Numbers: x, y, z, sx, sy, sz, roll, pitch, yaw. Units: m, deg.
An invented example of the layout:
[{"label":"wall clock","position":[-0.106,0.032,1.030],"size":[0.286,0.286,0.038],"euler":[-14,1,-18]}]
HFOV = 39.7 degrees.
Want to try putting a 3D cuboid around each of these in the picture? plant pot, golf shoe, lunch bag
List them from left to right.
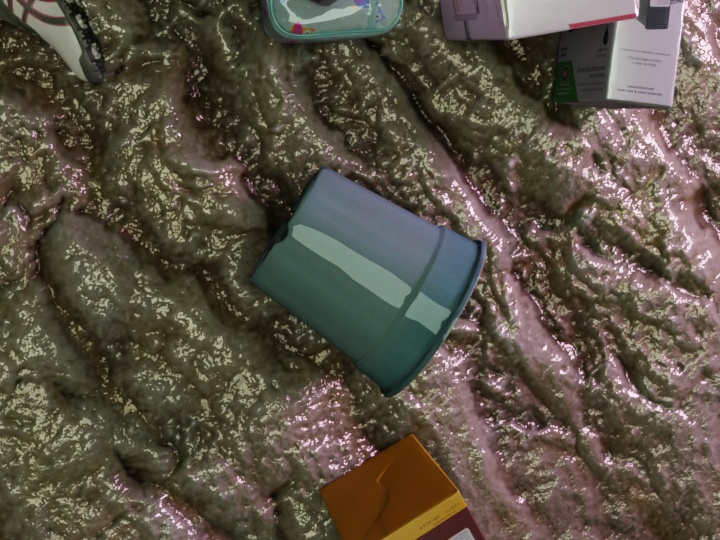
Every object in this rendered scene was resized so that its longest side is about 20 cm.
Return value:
[{"label":"golf shoe","position":[-0.334,-0.269,1.017],"size":[0.088,0.077,0.200],"euler":[-32,95,2]},{"label":"lunch bag","position":[-0.032,-0.347,1.062],"size":[0.160,0.077,0.201],"euler":[-5,100,-11]},{"label":"plant pot","position":[0.000,0.000,1.076],"size":[0.196,0.200,0.201],"euler":[33,91,-8]}]

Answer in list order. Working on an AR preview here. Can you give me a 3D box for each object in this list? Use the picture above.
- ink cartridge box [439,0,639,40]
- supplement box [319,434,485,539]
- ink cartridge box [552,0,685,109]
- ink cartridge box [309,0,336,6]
[{"label":"ink cartridge box","position":[0.181,-0.295,1.055],"size":[0.146,0.200,0.083],"euler":[-12,105,-10]},{"label":"supplement box","position":[0.072,0.329,1.131],"size":[0.133,0.197,0.200],"euler":[-30,103,-6]},{"label":"ink cartridge box","position":[0.289,-0.284,1.109],"size":[0.083,0.147,0.201],"euler":[4,97,-13]},{"label":"ink cartridge box","position":[0.003,-0.358,0.946],"size":[0.047,0.160,0.200],"euler":[24,92,-14]}]
